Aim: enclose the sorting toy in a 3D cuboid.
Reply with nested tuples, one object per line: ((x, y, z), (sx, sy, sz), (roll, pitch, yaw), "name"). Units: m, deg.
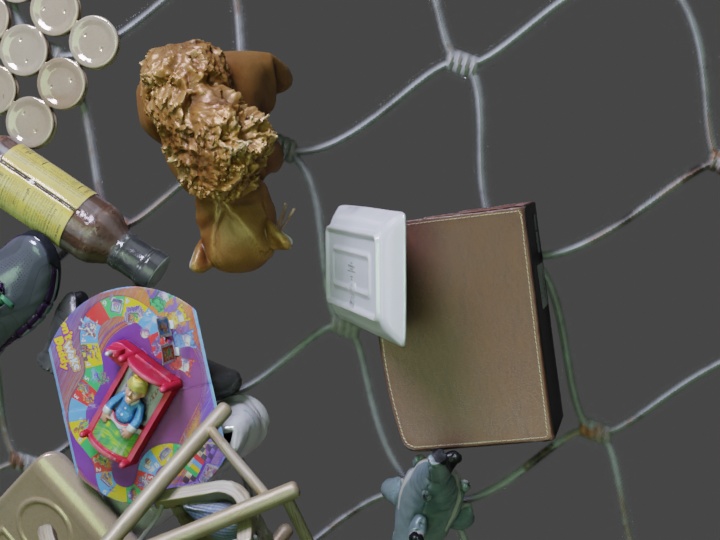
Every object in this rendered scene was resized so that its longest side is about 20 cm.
((-0.293, 0.295, 1.274), (0.185, 0.036, 0.200), (48, 114, 4), "sorting toy")

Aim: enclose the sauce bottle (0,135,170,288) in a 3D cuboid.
((-0.272, -0.050, 1.239), (0.200, 0.065, 0.065), (35, 100, 6), "sauce bottle")

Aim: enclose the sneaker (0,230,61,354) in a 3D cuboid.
((-0.356, 0.049, 1.233), (0.074, 0.088, 0.200), (43, 115, 6), "sneaker")

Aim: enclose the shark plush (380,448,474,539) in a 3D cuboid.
((0.066, 0.212, 1.146), (0.091, 0.200, 0.083), (27, 57, -1), "shark plush")

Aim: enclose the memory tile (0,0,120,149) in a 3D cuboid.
((-0.340, -0.227, 1.262), (0.200, 0.017, 0.153), (41, 101, 4), "memory tile")

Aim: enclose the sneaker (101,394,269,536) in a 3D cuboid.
((-0.178, 0.188, 1.235), (0.200, 0.080, 0.071), (-39, 89, 13), "sneaker")

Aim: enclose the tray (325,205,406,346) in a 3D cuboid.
((0.000, 0.000, 1.129), (0.022, 0.200, 0.108), (-3, 95, -16), "tray")

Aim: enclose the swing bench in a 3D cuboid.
((-0.137, 0.262, 1.129), (0.200, 0.199, 0.130), (-35, 45, -15), "swing bench")

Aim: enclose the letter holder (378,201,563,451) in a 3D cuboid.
((0.093, 0.049, 1.161), (0.141, 0.101, 0.201), (-7, 93, 13), "letter holder")

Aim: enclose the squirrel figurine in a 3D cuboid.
((-0.126, -0.094, 1.138), (0.141, 0.200, 0.188), (-10, 81, 5), "squirrel figurine")

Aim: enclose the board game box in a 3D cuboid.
((-0.210, 0.117, 1.178), (0.157, 0.039, 0.201), (-12, 90, 19), "board game box")

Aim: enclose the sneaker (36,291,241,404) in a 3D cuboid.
((-0.205, 0.072, 1.235), (0.199, 0.076, 0.091), (13, 91, 8), "sneaker")
